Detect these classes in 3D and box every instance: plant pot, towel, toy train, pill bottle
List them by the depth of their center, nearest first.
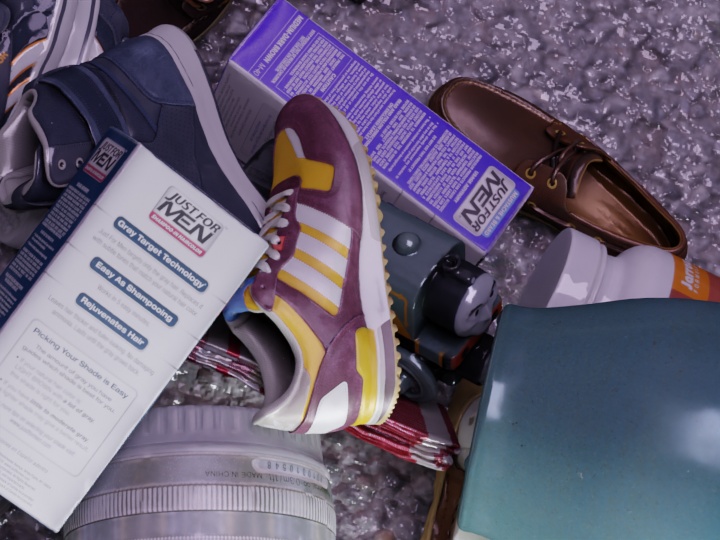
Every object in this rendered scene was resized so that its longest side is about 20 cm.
[{"bbox_3d":[0.157,0.103,1.421,0.187,0.200,0.201,12,69,5],"label":"plant pot"},{"bbox_3d":[-0.037,0.065,1.495,0.199,0.144,0.023,23,97,-5],"label":"towel"},{"bbox_3d":[0.000,0.000,1.510,0.199,0.114,0.085,29,60,23],"label":"toy train"},{"bbox_3d":[0.200,0.054,1.555,0.199,0.112,0.113,26,68,-9],"label":"pill bottle"}]

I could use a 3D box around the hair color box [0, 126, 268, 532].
[{"bbox_3d":[-0.153,0.032,1.369,0.100,0.060,0.200,38,88,-25],"label":"hair color box"}]

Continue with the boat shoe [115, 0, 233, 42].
[{"bbox_3d":[-0.098,-0.199,1.544,0.200,0.072,0.072,-38,90,22],"label":"boat shoe"}]

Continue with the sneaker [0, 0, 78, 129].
[{"bbox_3d":[-0.234,-0.123,1.479,0.079,0.078,0.201,26,82,-42],"label":"sneaker"}]

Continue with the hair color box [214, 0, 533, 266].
[{"bbox_3d":[0.001,-0.072,1.558,0.200,0.109,0.065,38,66,1],"label":"hair color box"}]

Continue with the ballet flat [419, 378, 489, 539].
[{"bbox_3d":[0.078,0.137,1.532,0.068,0.063,0.201,18,69,-7],"label":"ballet flat"}]

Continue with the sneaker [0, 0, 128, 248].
[{"bbox_3d":[-0.172,-0.100,1.537,0.079,0.078,0.201,18,68,-29],"label":"sneaker"}]

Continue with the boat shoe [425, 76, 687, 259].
[{"bbox_3d":[0.132,-0.064,1.609,0.200,0.068,0.072,38,68,1],"label":"boat shoe"}]

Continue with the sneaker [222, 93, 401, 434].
[{"bbox_3d":[-0.037,-0.007,1.407,0.089,0.075,0.201,-4,71,-24],"label":"sneaker"}]

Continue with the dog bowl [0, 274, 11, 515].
[{"bbox_3d":[-0.279,0.068,1.475,0.198,0.059,0.202,4,72,-11],"label":"dog bowl"}]

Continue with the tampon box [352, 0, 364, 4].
[{"bbox_3d":[0.025,-0.310,1.633,0.150,0.126,0.200,44,68,4],"label":"tampon box"}]

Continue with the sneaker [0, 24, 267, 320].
[{"bbox_3d":[-0.130,-0.031,1.439,0.146,0.077,0.203,-24,86,-42],"label":"sneaker"}]

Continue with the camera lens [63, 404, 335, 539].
[{"bbox_3d":[-0.092,0.193,1.422,0.159,0.160,0.202,3,72,-12],"label":"camera lens"}]
